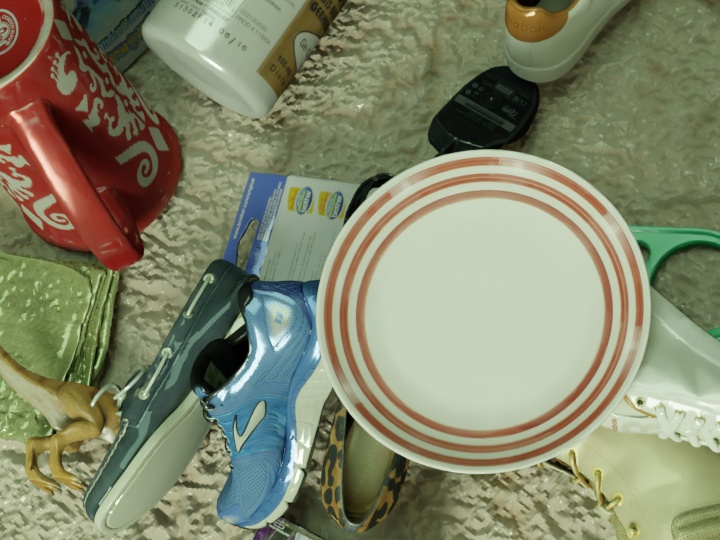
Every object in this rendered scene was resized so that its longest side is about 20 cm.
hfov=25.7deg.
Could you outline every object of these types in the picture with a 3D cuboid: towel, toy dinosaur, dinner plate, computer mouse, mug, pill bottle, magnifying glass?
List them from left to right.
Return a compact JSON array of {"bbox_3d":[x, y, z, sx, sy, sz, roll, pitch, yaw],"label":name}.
[{"bbox_3d":[-0.281,0.054,1.187,0.200,0.036,0.149,6,73,18],"label":"towel"},{"bbox_3d":[-0.210,-0.108,1.127,0.177,0.200,0.134,31,75,28],"label":"mug"},{"bbox_3d":[-0.207,0.100,1.118,0.200,0.060,0.106,23,64,-4],"label":"toy dinosaur"},{"bbox_3d":[-0.063,-0.224,1.178,0.114,0.114,0.200,31,82,26],"label":"pill bottle"},{"bbox_3d":[0.056,-0.073,1.098,0.059,0.034,0.200,35,64,24],"label":"computer mouse"},{"bbox_3d":[0.073,0.024,0.943,0.200,0.024,0.201,-4,72,11],"label":"dinner plate"},{"bbox_3d":[0.180,-0.014,1.066,0.200,0.022,0.080,30,81,27],"label":"magnifying glass"}]

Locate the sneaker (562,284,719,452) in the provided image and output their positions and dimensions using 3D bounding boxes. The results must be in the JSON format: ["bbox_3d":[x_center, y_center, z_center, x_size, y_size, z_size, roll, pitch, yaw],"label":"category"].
[{"bbox_3d":[0.195,0.084,0.935,0.085,0.073,0.200,-43,59,-15],"label":"sneaker"}]

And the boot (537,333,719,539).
[{"bbox_3d":[0.147,0.134,0.990,0.200,0.073,0.156,-14,65,2],"label":"boot"}]

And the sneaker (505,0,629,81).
[{"bbox_3d":[0.167,-0.228,1.103,0.073,0.085,0.200,24,67,24],"label":"sneaker"}]

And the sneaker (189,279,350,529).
[{"bbox_3d":[-0.070,0.083,1.024,0.089,0.200,0.079,11,31,-9],"label":"sneaker"}]

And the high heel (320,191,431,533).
[{"bbox_3d":[0.019,0.060,0.983,0.071,0.143,0.200,12,115,-1],"label":"high heel"}]

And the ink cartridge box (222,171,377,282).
[{"bbox_3d":[0.000,0.000,1.111,0.200,0.042,0.120,10,74,19],"label":"ink cartridge box"}]

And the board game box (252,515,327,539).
[{"bbox_3d":[-0.005,0.252,1.023,0.200,0.032,0.120,24,83,25],"label":"board game box"}]

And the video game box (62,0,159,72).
[{"bbox_3d":[-0.189,-0.242,1.189,0.200,0.182,0.047,-45,64,-2],"label":"video game box"}]

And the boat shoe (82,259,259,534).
[{"bbox_3d":[-0.130,0.082,1.063,0.062,0.075,0.200,31,83,16],"label":"boat shoe"}]
